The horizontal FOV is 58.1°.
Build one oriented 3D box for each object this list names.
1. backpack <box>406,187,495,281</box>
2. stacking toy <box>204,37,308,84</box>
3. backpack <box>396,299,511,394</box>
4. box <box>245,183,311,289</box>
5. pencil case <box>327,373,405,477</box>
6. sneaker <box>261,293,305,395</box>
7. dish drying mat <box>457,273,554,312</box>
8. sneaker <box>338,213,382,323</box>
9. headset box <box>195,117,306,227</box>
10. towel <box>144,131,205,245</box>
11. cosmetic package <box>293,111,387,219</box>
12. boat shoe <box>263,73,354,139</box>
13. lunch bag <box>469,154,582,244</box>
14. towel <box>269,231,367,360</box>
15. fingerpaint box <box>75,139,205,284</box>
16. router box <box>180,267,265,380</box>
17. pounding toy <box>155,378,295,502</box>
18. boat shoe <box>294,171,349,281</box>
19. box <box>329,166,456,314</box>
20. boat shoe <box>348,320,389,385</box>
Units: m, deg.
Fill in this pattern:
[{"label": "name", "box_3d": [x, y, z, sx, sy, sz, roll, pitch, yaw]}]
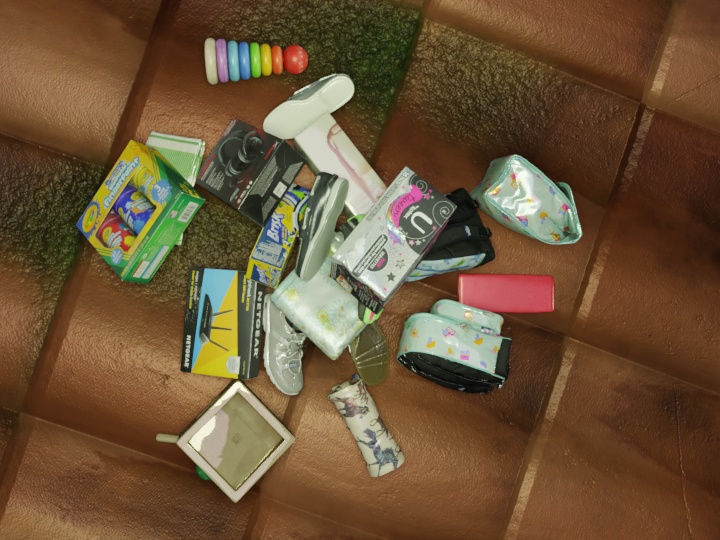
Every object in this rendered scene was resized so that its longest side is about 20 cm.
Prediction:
[{"label": "backpack", "box_3d": [0.133, -0.059, 1.240, 0.198, 0.153, 0.165, -13, 74, -43]}, {"label": "stacking toy", "box_3d": [-0.200, -0.408, 1.264, 0.197, 0.085, 0.087, -3, 90, -8]}, {"label": "backpack", "box_3d": [0.172, 0.143, 1.237, 0.197, 0.176, 0.155, 10, 72, -4]}, {"label": "box", "box_3d": [-0.150, -0.070, 1.219, 0.064, 0.070, 0.202, 21, 54, -3]}, {"label": "pencil case", "box_3d": [0.012, 0.308, 1.269, 0.077, 0.089, 0.202, -29, 93, -8]}, {"label": "sneaker", "box_3d": [-0.140, 0.141, 1.250, 0.081, 0.074, 0.203, -11, 91, 36]}, {"label": "dish drying mat", "box_3d": [0.296, 0.047, 1.321, 0.197, 0.018, 0.078, 1, 89, -3]}, {"label": "sneaker", "box_3d": [0.000, 0.000, 1.189, 0.083, 0.077, 0.203, -12, 75, 22]}, {"label": "headset box", "box_3d": [-0.216, -0.190, 1.217, 0.199, 0.077, 0.150, 32, 87, 42]}, {"label": "towel", "box_3d": [-0.378, -0.161, 1.248, 0.151, 0.023, 0.203, 14, 90, 27]}, {"label": "cosmetic package", "box_3d": [-0.036, -0.193, 1.260, 0.087, 0.103, 0.201, -39, 94, -5]}, {"label": "boat shoe", "box_3d": [-0.102, -0.326, 1.281, 0.198, 0.062, 0.073, -28, 120, 12]}, {"label": "lunch bag", "box_3d": [0.327, -0.126, 1.247, 0.199, 0.170, 0.123, 35, 95, -3]}, {"label": "towel", "box_3d": [-0.046, 0.039, 1.221, 0.171, 0.048, 0.200, 40, 72, 11]}, {"label": "fingerpaint box", "box_3d": [-0.410, -0.107, 1.200, 0.167, 0.073, 0.201, 43, 102, 22]}, {"label": "router box", "box_3d": [-0.263, 0.099, 1.247, 0.147, 0.051, 0.203, 3, 88, 16]}, {"label": "pounding toy", "box_3d": [-0.263, 0.321, 1.241, 0.200, 0.142, 0.184, -45, 95, -12]}, {"label": "boat shoe", "box_3d": [-0.082, -0.081, 1.190, 0.060, 0.076, 0.202, 22, 87, 20]}, {"label": "box", "box_3d": [0.053, -0.046, 1.088, 0.114, 0.132, 0.201, 37, 75, 6]}, {"label": "boat shoe", "box_3d": [0.005, 0.127, 1.289, 0.072, 0.063, 0.203, -20, 97, -11]}]
